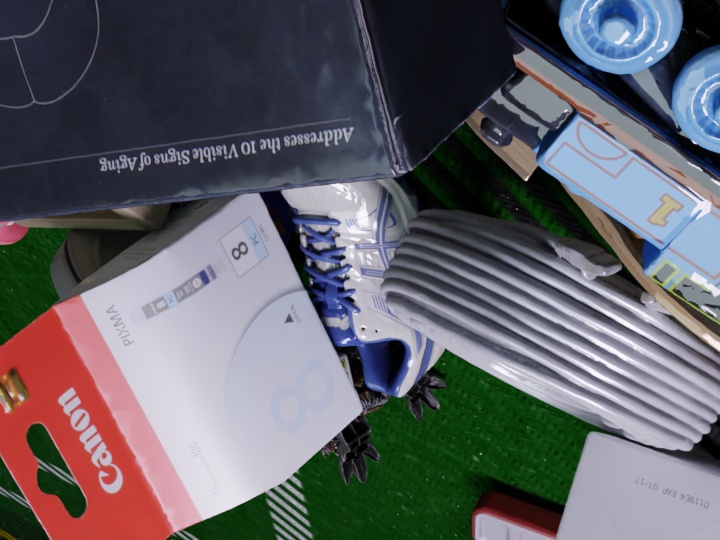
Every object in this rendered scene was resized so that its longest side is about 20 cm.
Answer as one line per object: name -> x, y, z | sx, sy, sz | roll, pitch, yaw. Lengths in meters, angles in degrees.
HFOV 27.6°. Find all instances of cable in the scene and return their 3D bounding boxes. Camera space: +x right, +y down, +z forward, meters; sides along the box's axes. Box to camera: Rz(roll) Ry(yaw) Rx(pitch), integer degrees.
cable -> 0.107, 0.035, 0.797 | 0.199, 0.070, 0.200 | 22, 173, 45

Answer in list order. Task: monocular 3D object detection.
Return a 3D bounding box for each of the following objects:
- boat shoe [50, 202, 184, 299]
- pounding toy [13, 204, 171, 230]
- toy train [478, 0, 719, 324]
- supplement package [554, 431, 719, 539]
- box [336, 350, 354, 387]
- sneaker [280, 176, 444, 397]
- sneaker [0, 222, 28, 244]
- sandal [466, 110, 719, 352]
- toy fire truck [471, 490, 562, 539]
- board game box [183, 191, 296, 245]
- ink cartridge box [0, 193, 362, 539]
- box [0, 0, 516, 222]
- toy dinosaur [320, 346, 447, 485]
boat shoe -> -0.142, -0.022, 0.919 | 0.071, 0.070, 0.200 | 35, -163, -16
pounding toy -> -0.216, -0.127, 0.860 | 0.199, 0.143, 0.184 | 3, 158, 47
toy train -> 0.131, -0.060, 0.592 | 0.199, 0.087, 0.114 | 33, 128, -7
supplement package -> 0.198, 0.169, 0.876 | 0.113, 0.110, 0.200 | 17, 179, 27
box -> -0.094, 0.074, 1.004 | 0.200, 0.109, 0.035 | 13, 118, 64
sneaker -> 0.000, 0.000, 0.889 | 0.075, 0.088, 0.200 | 8, 147, 43
sneaker -> -0.257, -0.066, 1.066 | 0.086, 0.074, 0.200 | 24, 155, 10
sandal -> 0.143, -0.040, 0.680 | 0.212, 0.078, 0.070 | 42, 116, 9
toy fire truck -> 0.184, 0.273, 1.209 | 0.199, 0.112, 0.169 | 18, 135, 24
board game box -> -0.134, 0.010, 1.000 | 0.045, 0.135, 0.200 | 41, 154, -23
ink cartridge box -> -0.104, 0.069, 0.829 | 0.047, 0.200, 0.161 | 1, 123, 48
box -> -0.071, -0.133, 0.521 | 0.199, 0.124, 0.198 | -4, 110, 28
toy dinosaur -> -0.027, 0.082, 1.083 | 0.135, 0.102, 0.200 | 30, 173, 39
